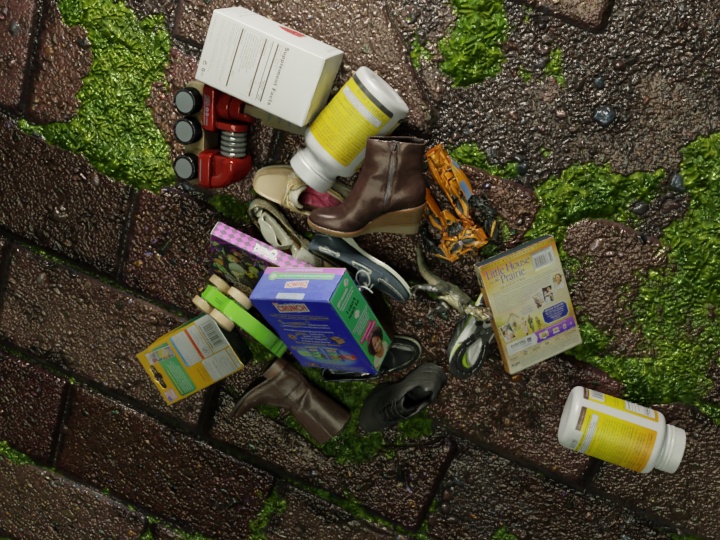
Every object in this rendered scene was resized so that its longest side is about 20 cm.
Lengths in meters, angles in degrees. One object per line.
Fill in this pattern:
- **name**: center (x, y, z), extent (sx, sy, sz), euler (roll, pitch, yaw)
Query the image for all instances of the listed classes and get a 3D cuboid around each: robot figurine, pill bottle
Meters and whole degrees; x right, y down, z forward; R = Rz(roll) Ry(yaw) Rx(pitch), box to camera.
- **robot figurine**: center (0.144, -0.103, 1.414), extent (0.144, 0.058, 0.201), euler (-29, 99, 25)
- **pill bottle**: center (0.452, 0.281, 1.441), extent (0.198, 0.109, 0.110), euler (18, 113, 9)
- **pill bottle**: center (-0.023, -0.227, 1.377), extent (0.111, 0.111, 0.200), euler (43, 107, -3)

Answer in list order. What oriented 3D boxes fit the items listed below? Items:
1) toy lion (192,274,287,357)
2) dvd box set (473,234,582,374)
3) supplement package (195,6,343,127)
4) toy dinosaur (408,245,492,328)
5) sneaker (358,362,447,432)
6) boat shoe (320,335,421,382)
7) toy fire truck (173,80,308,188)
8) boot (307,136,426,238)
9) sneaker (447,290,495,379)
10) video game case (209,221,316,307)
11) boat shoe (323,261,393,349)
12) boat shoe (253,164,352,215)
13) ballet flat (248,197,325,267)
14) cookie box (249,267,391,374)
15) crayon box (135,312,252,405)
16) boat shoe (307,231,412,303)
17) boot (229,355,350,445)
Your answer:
- **toy lion**: center (-0.201, 0.097, 1.502), extent (0.192, 0.200, 0.069), euler (42, 81, -25)
- **dvd box set**: center (0.286, 0.058, 1.414), extent (0.145, 0.029, 0.202), euler (-23, 105, -11)
- **supplement package**: center (-0.148, -0.339, 1.374), extent (0.198, 0.121, 0.121), euler (25, 113, 5)
- **toy dinosaur**: center (0.134, 0.042, 1.415), extent (0.200, 0.088, 0.048), euler (44, 152, 30)
- **sneaker**: center (0.069, 0.245, 1.541), extent (0.200, 0.091, 0.076), euler (-39, 98, 24)
- **boat shoe**: center (0.014, 0.170, 1.541), extent (0.197, 0.066, 0.075), euler (-6, 107, 17)
- **toy fire truck**: center (-0.206, -0.231, 1.443), extent (0.198, 0.129, 0.178), euler (14, 113, 20)
- **boot**: center (0.010, -0.141, 1.360), extent (0.198, 0.073, 0.168), euler (1, 120, 1)
- **sneaker**: center (0.206, 0.087, 1.458), extent (0.074, 0.081, 0.201), euler (30, 95, -19)
- **video game case**: center (-0.179, 0.013, 1.506), extent (0.198, 0.036, 0.182), euler (26, 147, 5)
- **boat shoe**: center (-0.001, 0.057, 1.509), extent (0.064, 0.071, 0.202), euler (-23, 92, 26)
- **boat shoe**: center (-0.101, -0.136, 1.462), extent (0.198, 0.069, 0.074), euler (13, 111, 10)
- **ballet flat**: center (-0.134, -0.045, 1.499), extent (0.068, 0.075, 0.200), euler (-39, 96, 17)
- **cookie box**: center (-0.065, 0.085, 1.423), extent (0.170, 0.076, 0.201), euler (2, 141, 33)
- **crayon box**: center (-0.328, 0.167, 1.640), extent (0.199, 0.052, 0.126), euler (-28, 100, 21)
- **boat shoe**: center (0.000, 0.000, 1.429), extent (0.199, 0.075, 0.062), euler (38, 69, -9)
- **boot**: center (-0.137, 0.286, 1.630), extent (0.200, 0.064, 0.186), euler (41, 116, -7)
